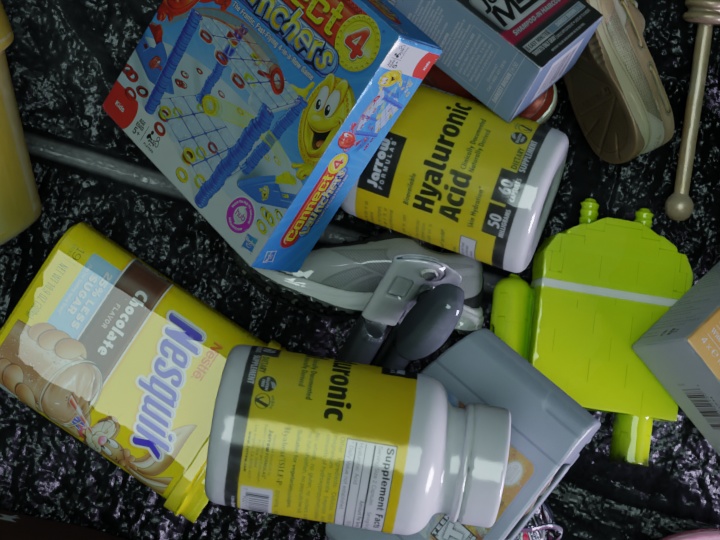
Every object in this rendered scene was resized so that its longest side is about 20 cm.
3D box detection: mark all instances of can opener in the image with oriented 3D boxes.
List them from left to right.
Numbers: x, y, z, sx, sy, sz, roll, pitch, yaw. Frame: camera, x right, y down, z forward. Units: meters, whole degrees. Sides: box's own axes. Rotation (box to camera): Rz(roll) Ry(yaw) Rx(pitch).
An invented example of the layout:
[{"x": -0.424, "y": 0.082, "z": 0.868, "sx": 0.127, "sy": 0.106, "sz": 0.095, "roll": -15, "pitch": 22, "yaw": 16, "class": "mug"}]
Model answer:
[{"x": 0.017, "y": 0.058, "z": 1.152, "sx": 0.052, "sy": 0.200, "sz": 0.067, "roll": 17, "pitch": 51, "yaw": -12, "class": "can opener"}]

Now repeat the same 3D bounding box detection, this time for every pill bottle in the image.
[{"x": -0.001, "y": 0.121, "z": 1.087, "sx": 0.198, "sy": 0.111, "sz": 0.112, "roll": 10, "pitch": 92, "yaw": 0, "class": "pill bottle"}, {"x": 0.046, "y": -0.081, "z": 1.171, "sx": 0.199, "sy": 0.111, "sz": 0.112, "roll": 19, "pitch": 92, "yaw": 11, "class": "pill bottle"}]

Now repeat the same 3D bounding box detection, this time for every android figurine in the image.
[{"x": 0.188, "y": 0.046, "z": 1.209, "sx": 0.181, "sy": 0.041, "sz": 0.202, "roll": 7, "pitch": 82, "yaw": -9, "class": "android figurine"}]

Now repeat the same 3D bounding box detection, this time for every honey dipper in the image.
[{"x": 0.262, "y": -0.139, "z": 1.221, "sx": 0.038, "sy": 0.038, "sz": 0.202, "roll": 6, "pitch": 96, "yaw": -1, "class": "honey dipper"}]

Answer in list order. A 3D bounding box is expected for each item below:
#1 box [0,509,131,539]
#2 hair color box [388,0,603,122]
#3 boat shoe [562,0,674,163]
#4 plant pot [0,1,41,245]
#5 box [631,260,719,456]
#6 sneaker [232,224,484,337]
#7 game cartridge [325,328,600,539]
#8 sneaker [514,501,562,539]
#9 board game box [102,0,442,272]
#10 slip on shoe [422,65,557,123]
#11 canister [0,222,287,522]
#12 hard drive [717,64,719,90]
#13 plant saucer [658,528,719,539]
[{"x": -0.236, "y": 0.303, "z": 1.160, "sx": 0.165, "sy": 0.164, "sz": 0.202, "roll": 12, "pitch": 92, "yaw": -1, "class": "box"}, {"x": 0.068, "y": -0.209, "z": 1.156, "sx": 0.200, "sy": 0.061, "sz": 0.099, "roll": 40, "pitch": 47, "yaw": 10, "class": "hair color box"}, {"x": 0.181, "y": -0.183, "z": 1.206, "sx": 0.064, "sy": 0.071, "sz": 0.201, "roll": -22, "pitch": 92, "yaw": -35, "class": "boat shoe"}, {"x": -0.329, "y": -0.102, "z": 1.140, "sx": 0.200, "sy": 0.201, "sz": 0.190, "roll": -21, "pitch": 108, "yaw": 0, "class": "plant pot"}, {"x": 0.325, "y": 0.036, "z": 1.170, "sx": 0.200, "sy": 0.097, "sz": 0.125, "roll": -42, "pitch": 95, "yaw": -14, "class": "box"}, {"x": 0.000, "y": 0.000, "z": 1.206, "sx": 0.199, "sy": 0.074, "sz": 0.080, "roll": 10, "pitch": 83, "yaw": -8, "class": "sneaker"}, {"x": 0.067, "y": 0.150, "z": 1.163, "sx": 0.133, "sy": 0.042, "sz": 0.200, "roll": 39, "pitch": 96, "yaw": 19, "class": "game cartridge"}, {"x": 0.123, "y": 0.220, "z": 1.206, "sx": 0.074, "sy": 0.081, "sz": 0.201, "roll": -15, "pitch": 92, "yaw": -3, "class": "sneaker"}, {"x": -0.070, "y": -0.137, "z": 1.128, "sx": 0.200, "sy": 0.056, "sz": 0.196, "roll": 44, "pitch": 111, "yaw": 29, "class": "board game box"}, {"x": 0.059, "y": -0.163, "z": 1.201, "sx": 0.199, "sy": 0.061, "sz": 0.074, "roll": 26, "pitch": 90, "yaw": -3, "class": "slip on shoe"}, {"x": -0.169, "y": 0.075, "z": 1.194, "sx": 0.199, "sy": 0.087, "sz": 0.149, "roll": 33, "pitch": 91, "yaw": -1, "class": "canister"}, {"x": 0.387, "y": -0.197, "z": 1.219, "sx": 0.198, "sy": 0.033, "sz": 0.141, "roll": 7, "pitch": 92, "yaw": -2, "class": "hard drive"}, {"x": 0.270, "y": 0.300, "z": 1.227, "sx": 0.199, "sy": 0.051, "sz": 0.202, "roll": 0, "pitch": 92, "yaw": 0, "class": "plant saucer"}]
